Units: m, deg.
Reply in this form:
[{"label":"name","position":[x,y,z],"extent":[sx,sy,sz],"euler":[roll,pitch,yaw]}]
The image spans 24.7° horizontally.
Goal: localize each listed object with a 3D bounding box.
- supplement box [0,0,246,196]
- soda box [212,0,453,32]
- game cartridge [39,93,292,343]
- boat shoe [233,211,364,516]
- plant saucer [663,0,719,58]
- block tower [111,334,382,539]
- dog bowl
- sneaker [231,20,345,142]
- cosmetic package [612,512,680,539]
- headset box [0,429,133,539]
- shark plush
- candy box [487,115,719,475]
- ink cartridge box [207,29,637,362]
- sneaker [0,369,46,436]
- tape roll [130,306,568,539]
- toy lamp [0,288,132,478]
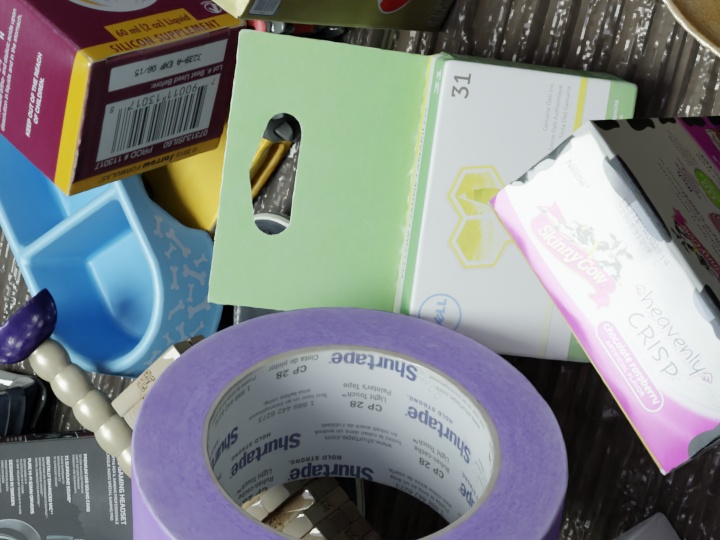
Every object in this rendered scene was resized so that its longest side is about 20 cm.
[{"label":"supplement box","position":[-0.171,-0.141,0.906],"extent":[0.200,0.110,0.086],"euler":[40,131,28]},{"label":"soda box","position":[-0.015,-0.165,0.816],"extent":[0.068,0.199,0.064],"euler":[38,112,21]},{"label":"game cartridge","position":[-0.154,-0.078,1.003],"extent":[0.200,0.032,0.177],"euler":[46,114,21]},{"label":"boat shoe","position":[-0.042,0.067,0.934],"extent":[0.074,0.062,0.203],"euler":[-8,90,31]},{"label":"plant saucer","position":[0.226,-0.187,0.773],"extent":[0.198,0.035,0.203],"euler":[3,95,29]},{"label":"block tower","position":[-0.044,0.128,0.879],"extent":[0.058,0.054,0.201],"euler":[-41,82,22]},{"label":"dog bowl","position":[-0.157,-0.028,0.963],"extent":[0.111,0.049,0.202],"euler":[-30,80,28]},{"label":"sneaker","position":[-0.064,-0.172,0.919],"extent":[0.097,0.071,0.203],"euler":[0,97,34]},{"label":"cosmetic package","position":[0.084,0.216,0.850],"extent":[0.199,0.113,0.082],"euler":[-36,78,25]},{"label":"headset box","position":[-0.190,0.172,0.966],"extent":[0.197,0.077,0.151],"euler":[-2,88,-11]},{"label":"shark plush","position":[0.000,0.000,0.874],"extent":[0.082,0.091,0.202],"euler":[14,72,1]},{"label":"candy box","position":[0.152,0.002,0.738],"extent":[0.061,0.199,0.137],"euler":[-38,76,26]},{"label":"ink cartridge box","position":[0.030,-0.037,0.831],"extent":[0.197,0.048,0.148],"euler":[6,101,-12]},{"label":"sneaker","position":[-0.221,0.154,1.034],"extent":[0.202,0.077,0.147],"euler":[38,114,22]},{"label":"tape roll","position":[-0.007,0.110,0.758],"extent":[0.198,0.200,0.086],"euler":[25,131,25]},{"label":"toy lamp","position":[-0.128,0.102,0.916],"extent":[0.200,0.058,0.058],"euler":[47,116,-4]}]
